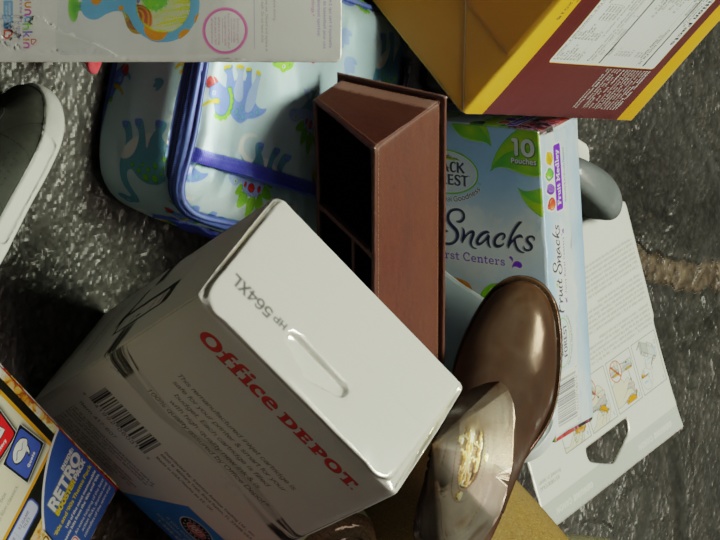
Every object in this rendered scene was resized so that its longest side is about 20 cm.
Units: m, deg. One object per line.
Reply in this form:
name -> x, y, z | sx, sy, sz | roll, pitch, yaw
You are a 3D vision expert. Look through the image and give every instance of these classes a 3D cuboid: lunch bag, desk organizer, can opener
lunch bag -> -0.058, -0.091, 1.573 | 0.200, 0.082, 0.162 | 18, 85, -54
desk organizer -> 0.000, 0.000, 1.542 | 0.077, 0.071, 0.201 | -37, 134, -51
can opener -> 0.110, -0.087, 1.835 | 0.200, 0.066, 0.053 | 26, 75, -49

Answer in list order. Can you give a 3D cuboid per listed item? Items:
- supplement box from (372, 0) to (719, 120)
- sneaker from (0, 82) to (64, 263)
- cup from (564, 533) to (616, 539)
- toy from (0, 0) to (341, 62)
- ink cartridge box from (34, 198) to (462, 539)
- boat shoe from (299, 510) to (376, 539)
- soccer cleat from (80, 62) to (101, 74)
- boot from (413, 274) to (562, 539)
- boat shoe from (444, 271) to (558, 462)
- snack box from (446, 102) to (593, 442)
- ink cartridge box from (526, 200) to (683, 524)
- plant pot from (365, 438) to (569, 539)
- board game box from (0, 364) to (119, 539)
supplement box -> 0.099, -0.207, 1.642 | 0.133, 0.198, 0.199 | -48, 155, 26
sneaker -> -0.215, -0.054, 1.360 | 0.099, 0.071, 0.201 | 38, 36, -16
cup -> 0.101, 0.257, 1.789 | 0.143, 0.200, 0.202 | 24, 76, -42
toy -> -0.107, -0.164, 1.401 | 0.047, 0.198, 0.116 | -15, 106, -87
ink cartridge box -> -0.062, 0.067, 1.453 | 0.146, 0.200, 0.084 | 45, 54, -11
boat shoe -> -0.056, 0.181, 1.570 | 0.071, 0.076, 0.200 | 4, 138, -32
soccer cleat -> -0.067, -0.164, 1.448 | 0.067, 0.199, 0.077 | 46, 31, -70
boot -> 0.071, 0.075, 1.492 | 0.200, 0.064, 0.188 | 73, 31, -77
boat shoe -> 0.052, 0.049, 1.658 | 0.074, 0.199, 0.068 | -45, 150, -6
snack box -> 0.070, -0.002, 1.718 | 0.053, 0.141, 0.201 | -26, 117, -51
ink cartridge box -> 0.141, 0.063, 1.891 | 0.200, 0.043, 0.175 | -29, 108, -49
plant pot -> 0.057, 0.196, 1.644 | 0.186, 0.199, 0.187 | -37, 144, -33
board game box -> -0.220, 0.121, 1.408 | 0.200, 0.046, 0.152 | 54, 54, -45
